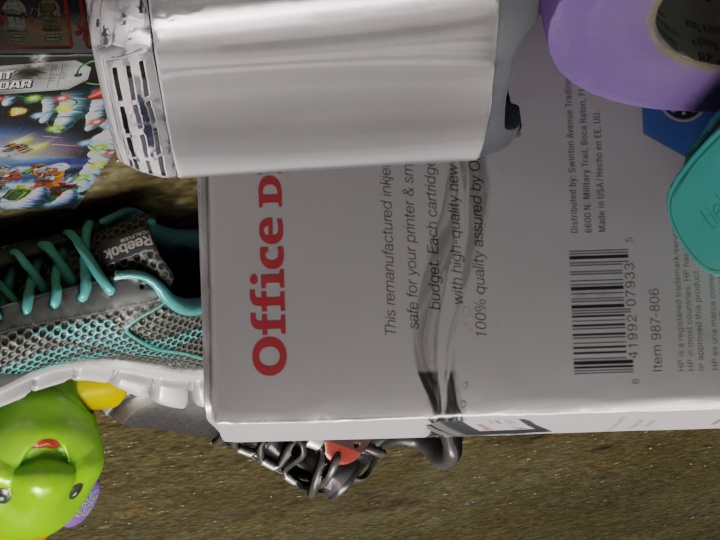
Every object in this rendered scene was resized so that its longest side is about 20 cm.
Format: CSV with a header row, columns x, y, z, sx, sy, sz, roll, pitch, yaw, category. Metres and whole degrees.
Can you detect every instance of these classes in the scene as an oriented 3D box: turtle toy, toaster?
x,y,z,sx,sy,sz,roll,pitch,yaw,category
-0.174,0.082,1.250,0.145,0.102,0.200,-2,167,-24,turtle toy
-0.017,-0.094,0.822,0.128,0.114,0.200,-6,164,-2,toaster

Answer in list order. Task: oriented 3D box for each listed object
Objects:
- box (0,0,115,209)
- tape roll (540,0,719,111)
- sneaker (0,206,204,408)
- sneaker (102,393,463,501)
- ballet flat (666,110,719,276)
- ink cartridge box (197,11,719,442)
x,y,z,sx,sy,sz,roll,pitch,yaw,category
-0.176,-0.061,0.943,0.199,0.040,0.137,-2,159,-23,box
0.148,-0.127,0.856,0.198,0.086,0.200,-10,162,-3,tape roll
-0.121,0.006,1.154,0.199,0.078,0.091,-1,144,-36,sneaker
-0.030,0.071,1.351,0.199,0.082,0.077,-2,160,-25,sneaker
0.156,-0.058,0.854,0.070,0.068,0.200,-30,169,-22,ballet flat
0.043,-0.015,0.983,0.198,0.146,0.084,-1,171,-1,ink cartridge box
